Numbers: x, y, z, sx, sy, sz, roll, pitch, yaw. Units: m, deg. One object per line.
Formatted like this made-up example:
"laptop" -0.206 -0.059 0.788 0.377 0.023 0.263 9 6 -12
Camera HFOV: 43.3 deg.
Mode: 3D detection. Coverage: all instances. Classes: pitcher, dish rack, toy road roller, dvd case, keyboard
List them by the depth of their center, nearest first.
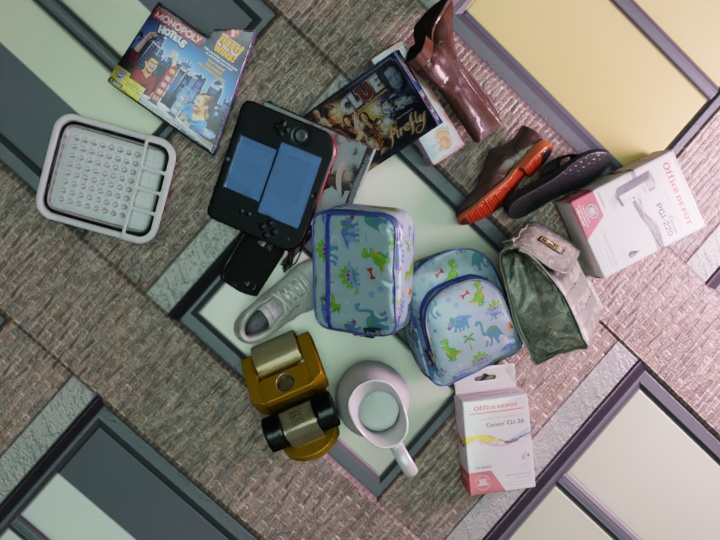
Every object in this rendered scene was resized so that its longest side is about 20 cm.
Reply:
"pitcher" 0.033 0.234 1.446 0.120 0.200 0.173 -27 96 -3
"dish rack" -0.406 -0.147 1.459 0.198 0.044 0.174 15 93 -6
"dvd case" -0.091 -0.168 1.466 0.198 0.022 0.147 25 101 7
"toy road roller" -0.104 0.215 1.486 0.122 0.146 0.201 -22 59 1
"keyboard" -0.140 -0.045 1.501 0.103 0.040 0.201 32 86 9

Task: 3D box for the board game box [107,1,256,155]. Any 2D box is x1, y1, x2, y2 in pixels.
"board game box" -0.264 -0.325 1.453 0.199 0.062 0.201 34 89 -6

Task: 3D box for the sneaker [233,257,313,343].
"sneaker" -0.120 0.055 1.472 0.200 0.100 0.075 -41 94 -3

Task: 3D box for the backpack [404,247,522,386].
"backpack" 0.159 0.067 1.476 0.181 0.147 0.202 -22 92 -7

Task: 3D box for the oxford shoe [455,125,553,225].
"oxford shoe" 0.227 -0.157 1.519 0.200 0.071 0.073 -42 68 1

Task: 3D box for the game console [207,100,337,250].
"game console" -0.141 -0.149 1.452 0.175 0.031 0.202 22 100 8

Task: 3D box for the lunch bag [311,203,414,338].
"lunch bag" 0.000 0.000 1.416 0.159 0.082 0.203 8 106 25

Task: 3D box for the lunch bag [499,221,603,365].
"lunch bag" 0.302 0.021 1.468 0.117 0.164 0.202 -23 96 28

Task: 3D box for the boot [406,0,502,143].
"boot" 0.168 -0.329 1.492 0.200 0.064 0.188 41 53 -25

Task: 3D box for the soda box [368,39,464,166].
"soda box" 0.090 -0.272 1.487 0.063 0.068 0.201 -31 95 -1

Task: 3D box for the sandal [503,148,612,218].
"sandal" 0.326 -0.158 1.520 0.199 0.076 0.048 -27 56 2

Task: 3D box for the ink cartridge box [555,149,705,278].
"ink cartridge box" 0.453 -0.095 1.526 0.198 0.085 0.147 -27 96 -5

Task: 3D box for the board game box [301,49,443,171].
"board game box" 0.014 -0.240 1.457 0.199 0.035 0.136 -31 95 24

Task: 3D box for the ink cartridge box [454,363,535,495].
"ink cartridge box" 0.224 0.266 1.533 0.115 0.067 0.203 -7 94 -5
